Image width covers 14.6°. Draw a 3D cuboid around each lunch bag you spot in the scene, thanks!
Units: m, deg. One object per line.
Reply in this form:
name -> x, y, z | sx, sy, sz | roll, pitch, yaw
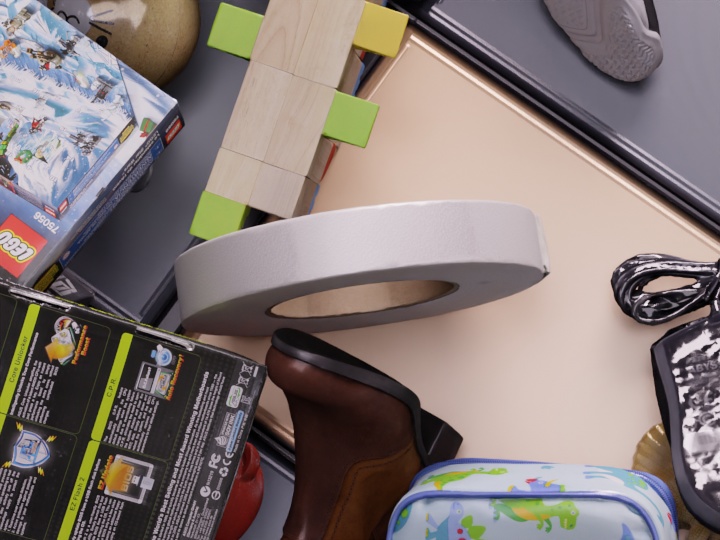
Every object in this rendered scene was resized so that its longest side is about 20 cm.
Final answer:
lunch bag -> 0.098, 0.204, 1.515 | 0.161, 0.082, 0.200 | -1, 100, 12

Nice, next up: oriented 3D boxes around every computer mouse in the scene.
computer mouse -> 0.215, 0.073, 1.543 | 0.138, 0.053, 0.200 | -7, 51, 6

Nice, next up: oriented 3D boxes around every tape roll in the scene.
tape roll -> 0.000, 0.000, 1.524 | 0.203, 0.203, 0.037 | -9, 80, 2

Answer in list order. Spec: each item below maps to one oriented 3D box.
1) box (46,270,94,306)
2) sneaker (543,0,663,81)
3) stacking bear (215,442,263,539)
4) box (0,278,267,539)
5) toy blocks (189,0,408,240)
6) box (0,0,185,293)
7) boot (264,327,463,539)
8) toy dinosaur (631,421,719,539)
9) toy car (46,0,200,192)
box -> -0.256, -0.005, 1.538 | 0.161, 0.200, 0.049 | 39, 107, 12
sneaker -> 0.150, -0.216, 1.609 | 0.114, 0.075, 0.200 | -32, 105, -28
stacking bear -> -0.119, 0.177, 1.540 | 0.114, 0.121, 0.200 | 25, 90, -30
box -> -0.166, 0.114, 1.432 | 0.193, 0.048, 0.200 | 18, 89, -21
toy blocks -> -0.032, -0.104, 1.581 | 0.100, 0.137, 0.200 | 19, 90, 4
box -> -0.215, -0.090, 1.529 | 0.200, 0.040, 0.137 | 36, 77, 14
boot -> -0.041, 0.142, 1.520 | 0.068, 0.188, 0.200 | 28, 82, 26
toy dinosaur -> 0.184, 0.132, 1.574 | 0.200, 0.058, 0.101 | -34, 66, -10
toy car -> -0.146, -0.152, 1.593 | 0.164, 0.158, 0.200 | 24, 107, 34
